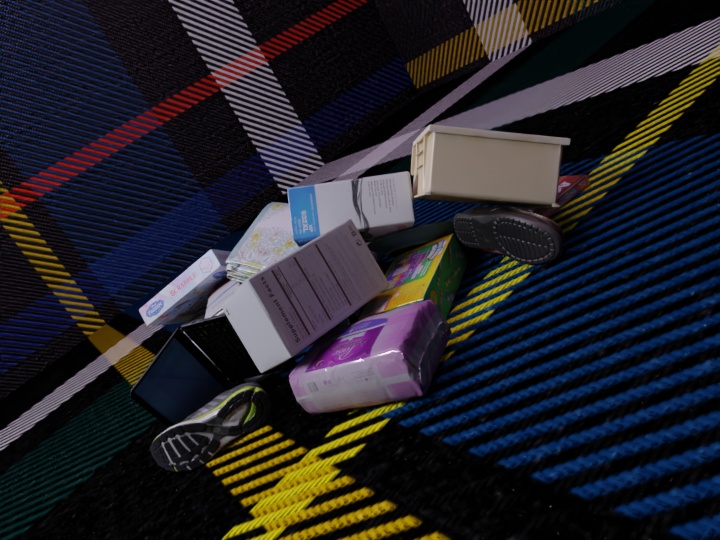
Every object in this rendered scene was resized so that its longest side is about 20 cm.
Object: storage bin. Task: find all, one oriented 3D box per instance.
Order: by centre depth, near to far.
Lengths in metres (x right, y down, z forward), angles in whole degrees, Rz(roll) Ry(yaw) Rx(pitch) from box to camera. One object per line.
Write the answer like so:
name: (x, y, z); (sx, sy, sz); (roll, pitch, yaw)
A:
storage bin: (0.182, -0.150, 0.905); (0.194, 0.097, 0.199); (4, 5, -2)

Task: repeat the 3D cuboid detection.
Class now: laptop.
laptop: (-0.217, 0.166, 0.922); (0.195, 0.179, 0.105); (-14, 50, 10)

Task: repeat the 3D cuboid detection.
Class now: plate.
plate: (0.108, -0.050, 1.044); (0.195, 0.026, 0.200); (-12, -8, -2)

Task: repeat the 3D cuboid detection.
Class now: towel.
towel: (-0.139, -0.047, 1.110); (0.167, 0.049, 0.202); (12, 51, 23)

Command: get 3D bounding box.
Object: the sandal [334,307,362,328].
sandal: (-0.035, 0.086, 0.994); (0.074, 0.049, 0.201); (-29, 17, 9)

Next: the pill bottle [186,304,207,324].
pill bottle: (-0.318, 0.163, 1.175); (0.114, 0.117, 0.201); (-23, 18, 27)

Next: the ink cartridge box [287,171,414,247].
ink cartridge box: (-0.014, -0.093, 0.988); (0.194, 0.086, 0.145); (-8, -7, -1)

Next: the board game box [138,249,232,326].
board game box: (-0.317, 0.036, 1.218); (0.198, 0.042, 0.200); (-37, -10, 11)

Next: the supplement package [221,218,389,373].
supplement package: (-0.077, 0.035, 0.850); (0.198, 0.119, 0.116); (-33, 1, -36)

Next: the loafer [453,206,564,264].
loafer: (0.222, -0.067, 0.875); (0.070, 0.075, 0.198); (-31, 30, -24)

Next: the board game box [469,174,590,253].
board game box: (0.276, -0.096, 0.988); (0.198, 0.020, 0.103); (-37, 18, -14)

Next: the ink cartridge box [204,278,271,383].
ink cartridge box: (-0.213, 0.100, 1.104); (0.085, 0.149, 0.200); (-34, 16, -1)

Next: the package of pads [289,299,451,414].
package of pads: (0.012, 0.116, 0.773); (0.197, 0.077, 0.121); (-20, 18, 36)

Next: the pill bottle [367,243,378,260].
pill bottle: (-0.022, -0.032, 1.189); (0.111, 0.114, 0.200); (-30, 17, 4)

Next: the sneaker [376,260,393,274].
sneaker: (0.000, 0.000, 1.034); (0.196, 0.084, 0.073); (-12, 7, -30)

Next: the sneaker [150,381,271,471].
sneaker: (-0.224, 0.234, 0.907); (0.196, 0.075, 0.081); (-26, 9, -4)

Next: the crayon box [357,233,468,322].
crayon box: (0.086, 0.029, 0.915); (0.117, 0.059, 0.201); (-21, 20, 32)
